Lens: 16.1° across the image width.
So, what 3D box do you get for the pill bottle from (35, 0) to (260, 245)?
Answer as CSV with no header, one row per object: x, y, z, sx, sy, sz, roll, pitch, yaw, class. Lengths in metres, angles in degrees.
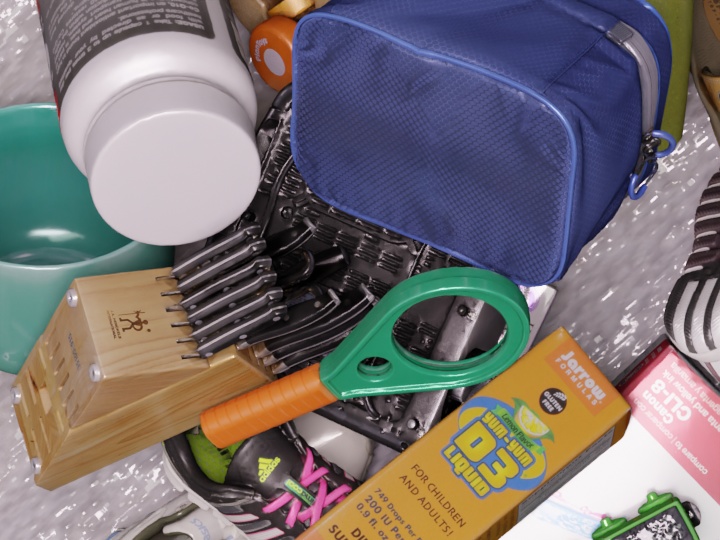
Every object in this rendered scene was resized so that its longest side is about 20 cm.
-0.122,-0.114,1.468,0.113,0.200,0.114,-8,132,-9,pill bottle

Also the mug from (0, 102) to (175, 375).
-0.171,-0.010,1.520,0.184,0.152,0.115,-2,133,-8,mug

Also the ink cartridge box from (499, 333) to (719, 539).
0.158,0.159,1.503,0.200,0.145,0.145,-45,88,5,ink cartridge box

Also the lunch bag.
0.075,-0.095,1.369,0.199,0.132,0.136,25,136,19,lunch bag

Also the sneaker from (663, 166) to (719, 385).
0.247,0.009,1.508,0.075,0.200,0.116,-8,127,41,sneaker

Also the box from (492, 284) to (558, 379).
0.062,0.092,1.560,0.039,0.041,0.201,26,93,3,box

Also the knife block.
-0.088,0.046,1.430,0.175,0.200,0.064,-5,62,-28,knife block

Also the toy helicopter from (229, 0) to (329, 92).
-0.041,-0.211,1.496,0.079,0.200,0.132,-34,67,-33,toy helicopter

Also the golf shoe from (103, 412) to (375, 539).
-0.077,0.152,1.546,0.200,0.097,0.078,-37,88,4,golf shoe

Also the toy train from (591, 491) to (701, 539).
0.100,0.182,1.408,0.199,0.056,0.042,-29,89,5,toy train

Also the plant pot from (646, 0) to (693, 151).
0.120,-0.161,1.485,0.186,0.187,0.201,-14,103,5,plant pot

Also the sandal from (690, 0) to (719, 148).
0.237,-0.112,1.487,0.080,0.054,0.201,-20,58,-8,sandal

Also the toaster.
0.000,0.000,1.499,0.199,0.119,0.182,23,89,18,toaster

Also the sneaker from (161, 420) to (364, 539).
-0.041,0.128,1.454,0.199,0.088,0.074,31,73,25,sneaker

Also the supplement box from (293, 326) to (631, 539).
0.054,0.119,1.391,0.200,0.069,0.067,-39,75,-11,supplement box

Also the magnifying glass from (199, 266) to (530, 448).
0.001,0.052,1.385,0.199,0.022,0.080,-25,132,21,magnifying glass
